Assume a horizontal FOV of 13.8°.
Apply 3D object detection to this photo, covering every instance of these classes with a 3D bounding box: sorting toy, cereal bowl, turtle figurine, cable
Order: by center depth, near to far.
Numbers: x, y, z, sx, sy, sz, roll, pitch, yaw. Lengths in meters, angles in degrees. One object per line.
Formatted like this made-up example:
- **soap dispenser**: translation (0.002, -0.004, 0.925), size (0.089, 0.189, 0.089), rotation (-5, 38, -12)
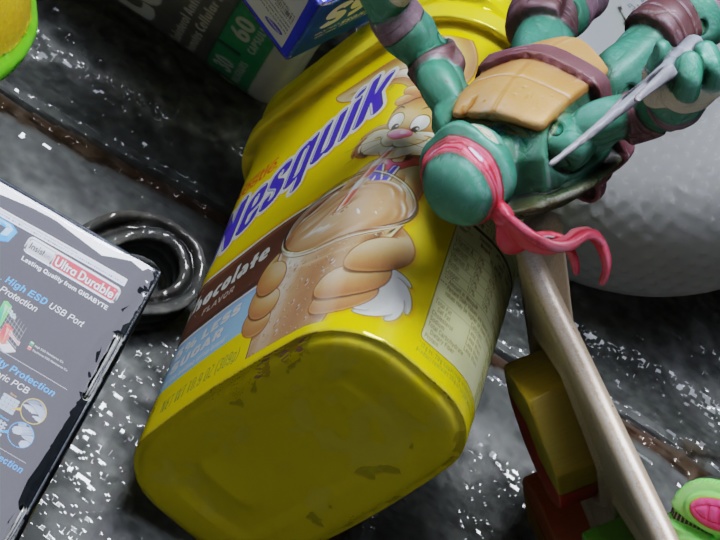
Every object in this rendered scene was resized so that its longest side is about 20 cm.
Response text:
- **turtle figurine**: translation (0.063, -0.071, 1.050), size (0.149, 0.101, 0.200), rotation (21, 35, 19)
- **sorting toy**: translation (0.091, 0.105, 1.086), size (0.036, 0.185, 0.201), rotation (-17, 58, -2)
- **cable**: translation (-0.141, -0.001, 1.105), size (0.199, 0.050, 0.098), rotation (8, 51, -26)
- **cereal bowl**: translation (0.126, -0.095, 1.271), size (0.199, 0.083, 0.201), rotation (-5, 64, 9)

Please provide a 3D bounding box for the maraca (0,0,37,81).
- **maraca**: translation (-0.214, -0.133, 1.136), size (0.199, 0.107, 0.137), rotation (31, 33, -5)

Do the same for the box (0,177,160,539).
- **box**: translation (-0.191, 0.021, 1.013), size (0.199, 0.046, 0.159), rotation (30, 64, -6)

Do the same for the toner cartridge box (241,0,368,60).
- **toner cartridge box**: translation (0.023, -0.166, 1.202), size (0.199, 0.043, 0.095), rotation (-28, 77, -34)

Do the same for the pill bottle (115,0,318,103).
- **pill bottle**: translation (-0.087, -0.170, 1.253), size (0.200, 0.113, 0.113), rotation (35, 41, 0)

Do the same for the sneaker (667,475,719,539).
- **sneaker**: translation (0.206, 0.131, 1.211), size (0.199, 0.077, 0.084), rotation (24, 25, -18)

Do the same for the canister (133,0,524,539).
- **canister**: translation (0.000, 0.000, 1.124), size (0.086, 0.148, 0.201), rotation (41, 41, -20)
